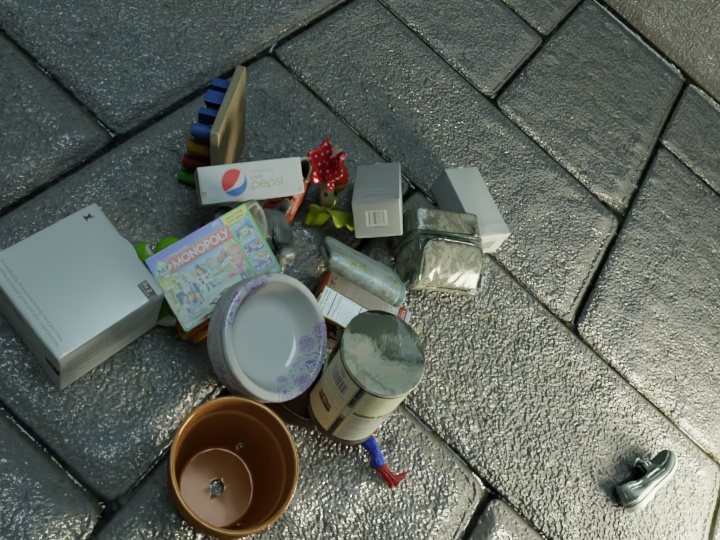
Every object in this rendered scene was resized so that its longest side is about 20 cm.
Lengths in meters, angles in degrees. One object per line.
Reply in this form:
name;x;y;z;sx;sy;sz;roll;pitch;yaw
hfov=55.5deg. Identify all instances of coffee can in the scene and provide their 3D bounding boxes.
coffee can;0.005;0.181;1.137;0.142;0.201;0.150;12;53;-16

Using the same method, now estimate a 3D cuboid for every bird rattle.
bird rattle;-0.067;-0.189;1.427;0.109;0.205;0.165;2;37;11

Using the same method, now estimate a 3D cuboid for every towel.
towel;0.000;0.000;1.366;0.168;0.049;0.200;26;8;-12

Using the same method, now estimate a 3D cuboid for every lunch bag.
lunch bag;0.174;-0.032;1.498;0.195;0.139;0.173;6;67;-26

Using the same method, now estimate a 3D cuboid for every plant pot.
plant pot;-0.208;0.315;1.053;0.195;0.140;0.205;14;54;-20

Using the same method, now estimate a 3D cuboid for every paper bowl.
paper bowl;-0.159;0.111;1.122;0.197;0.103;0.208;8;78;-39

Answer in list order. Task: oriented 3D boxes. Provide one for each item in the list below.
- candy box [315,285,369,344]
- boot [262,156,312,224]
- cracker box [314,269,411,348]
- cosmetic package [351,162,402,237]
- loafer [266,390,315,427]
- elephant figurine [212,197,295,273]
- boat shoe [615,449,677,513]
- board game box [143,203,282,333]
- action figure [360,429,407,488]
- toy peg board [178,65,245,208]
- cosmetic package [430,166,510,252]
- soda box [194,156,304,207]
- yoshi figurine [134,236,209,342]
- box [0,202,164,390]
candy box;-0.004;0.111;1.245;0.197;0.117;0.057;30;67;-7
boot;-0.155;-0.149;1.408;0.074;0.108;0.203;29;52;-5
cracker box;-0.007;0.101;1.357;0.196;0.058;0.136;29;52;-8
cosmetic package;0.039;-0.155;1.467;0.103;0.093;0.201;-3;27;8
loafer;-0.140;0.205;1.207;0.197;0.071;0.074;33;50;-6
elephant figurine;-0.220;-0.067;1.255;0.198;0.141;0.158;24;32;-45
boat shoe;0.616;0.436;1.473;0.198;0.073;0.062;-31;80;-34
board game box;-0.246;-0.006;1.157;0.198;0.029;0.137;-33;96;-22
action figure;0.006;0.297;1.235;0.051;0.066;0.201;-41;85;-18
toy peg board;-0.299;-0.272;1.362;0.095;0.202;0.204;11;53;-1
cosmetic package;0.264;-0.147;1.655;0.110;0.081;0.204;-6;62;-32
soda box;-0.207;-0.165;1.278;0.194;0.063;0.070;-9;94;-17
yoshi figurine;-0.322;0.019;1.213;0.202;0.113;0.111;52;39;13
box;-0.454;0.039;1.097;0.200;0.131;0.199;48;54;8
